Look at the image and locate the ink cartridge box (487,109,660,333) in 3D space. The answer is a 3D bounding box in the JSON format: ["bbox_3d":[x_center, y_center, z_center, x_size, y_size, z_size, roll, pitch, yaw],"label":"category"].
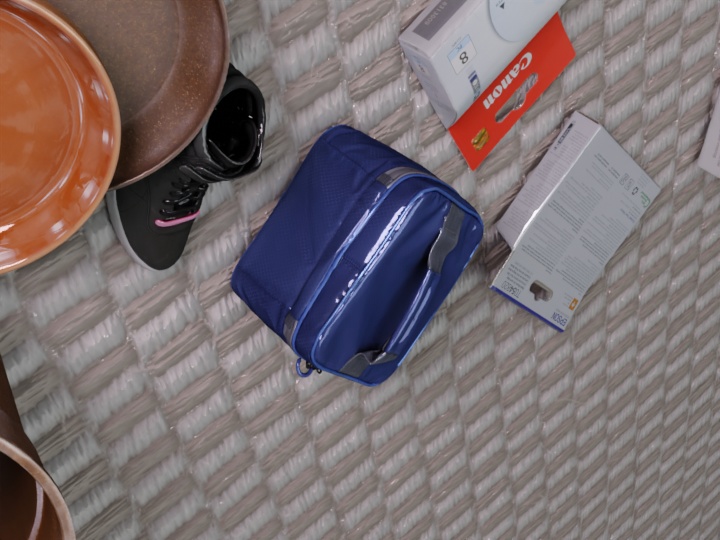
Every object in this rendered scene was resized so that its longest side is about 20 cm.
[{"bbox_3d":[0.221,-0.046,1.303,0.200,0.041,0.199,-56,145,3],"label":"ink cartridge box"}]

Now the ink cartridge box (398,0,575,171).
[{"bbox_3d":[0.131,-0.190,1.075,0.160,0.047,0.200,-48,142,-8],"label":"ink cartridge box"}]

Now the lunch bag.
[{"bbox_3d":[0.000,0.000,1.013,0.136,0.132,0.201,25,99,-54],"label":"lunch bag"}]

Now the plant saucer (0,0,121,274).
[{"bbox_3d":[-0.241,-0.081,0.708,0.199,0.032,0.201,-12,130,-14],"label":"plant saucer"}]

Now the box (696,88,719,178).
[{"bbox_3d":[0.538,-0.194,1.427,0.199,0.171,0.200,-23,135,-35],"label":"box"}]

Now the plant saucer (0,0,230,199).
[{"bbox_3d":[-0.179,-0.136,0.734,0.199,0.037,0.201,-11,130,-13],"label":"plant saucer"}]

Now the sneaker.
[{"bbox_3d":[-0.120,-0.067,0.850,0.071,0.099,0.201,-22,135,-39],"label":"sneaker"}]

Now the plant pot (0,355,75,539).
[{"bbox_3d":[-0.272,0.107,0.681,0.199,0.198,0.201,-10,121,-16],"label":"plant pot"}]
